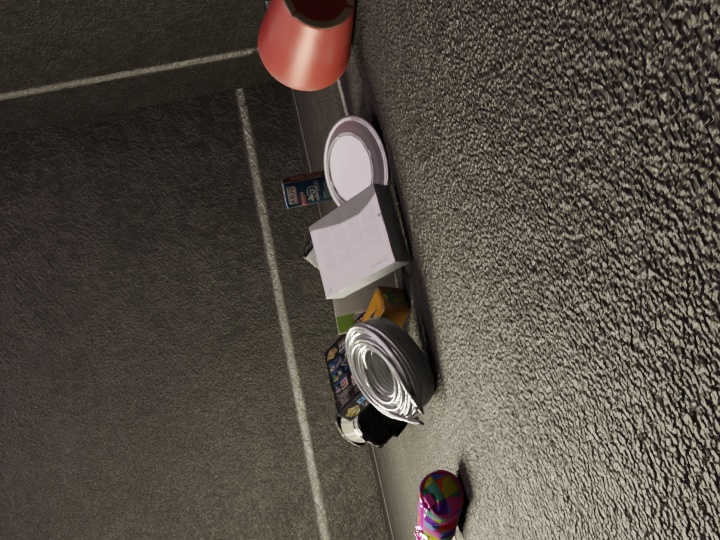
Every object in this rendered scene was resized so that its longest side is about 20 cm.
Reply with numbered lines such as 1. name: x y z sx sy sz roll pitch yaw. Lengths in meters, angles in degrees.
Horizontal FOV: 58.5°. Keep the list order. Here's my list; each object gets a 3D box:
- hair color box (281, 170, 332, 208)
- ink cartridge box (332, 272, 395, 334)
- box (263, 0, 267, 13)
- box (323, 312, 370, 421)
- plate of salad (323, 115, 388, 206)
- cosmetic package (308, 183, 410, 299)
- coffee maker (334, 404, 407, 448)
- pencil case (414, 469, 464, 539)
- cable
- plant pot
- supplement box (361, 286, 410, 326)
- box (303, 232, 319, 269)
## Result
1. hair color box: -0.091 -0.207 1.559 0.100 0.195 0.062 -124 22 -72
2. ink cartridge box: -0.001 0.018 1.380 0.076 0.144 0.205 -116 15 -74
3. box: -0.340 -1.092 2.630 0.150 0.104 0.203 87 170 -52
4. box: 0.006 0.208 1.492 0.049 0.200 0.200 31 -158 -32
5. plate of salad: -0.005 -0.203 1.272 0.198 0.047 0.206 21 118 45
6. cosmetic package: -0.006 -0.051 1.225 0.198 0.051 0.155 -28 70 41
7. coffee maker: 0.038 0.333 1.573 0.196 0.132 0.200 -71 12 -19
8. pencil case: 0.141 0.437 1.165 0.203 0.086 0.090 87 169 -50
9. cable: 0.053 0.183 1.212 0.198 0.068 0.204 -8 105 58
10. plant pot: -0.095 -0.481 1.238 0.177 0.195 0.206 135 123 -72
11. supplement box: 0.036 0.129 1.329 0.067 0.067 0.203 -108 29 -45
12. box: -0.054 -0.018 1.648 0.198 0.050 0.201 41 -167 -14
